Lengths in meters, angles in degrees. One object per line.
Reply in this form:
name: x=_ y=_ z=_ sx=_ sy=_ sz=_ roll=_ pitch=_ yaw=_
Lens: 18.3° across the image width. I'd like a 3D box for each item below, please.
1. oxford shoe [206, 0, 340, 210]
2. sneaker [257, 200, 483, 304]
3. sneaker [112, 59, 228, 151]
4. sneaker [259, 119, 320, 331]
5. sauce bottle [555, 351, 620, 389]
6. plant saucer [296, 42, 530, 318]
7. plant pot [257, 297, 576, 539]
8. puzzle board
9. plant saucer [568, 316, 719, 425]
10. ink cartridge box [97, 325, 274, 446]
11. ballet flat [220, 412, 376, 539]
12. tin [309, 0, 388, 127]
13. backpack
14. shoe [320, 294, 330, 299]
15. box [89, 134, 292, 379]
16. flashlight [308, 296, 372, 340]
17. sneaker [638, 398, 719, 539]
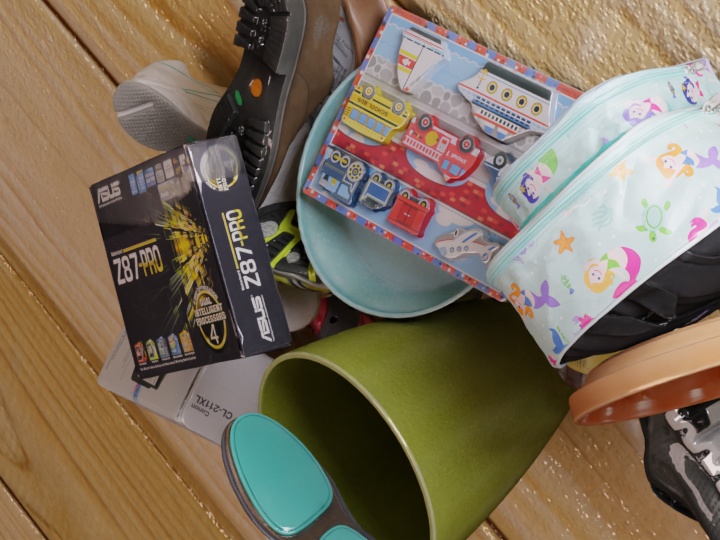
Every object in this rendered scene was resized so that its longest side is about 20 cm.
oxford shoe: x=-0.057 y=-0.122 z=1.647 sx=0.073 sy=0.084 sz=0.201 roll=45 pitch=128 yaw=32
sneaker: x=0.000 y=0.000 z=1.677 sx=0.199 sy=0.076 sz=0.077 roll=9 pitch=144 yaw=11
sneaker: x=-0.102 y=-0.106 z=1.821 sx=0.200 sy=0.080 sz=0.070 roll=38 pitch=130 yaw=0
sneaker: x=-0.072 y=-0.057 z=1.748 sx=0.089 sy=0.075 sz=0.201 roll=-108 pitch=14 yaw=-75
sauce bottle: x=0.168 y=-0.008 z=1.515 sx=0.065 sy=0.065 sz=0.201 roll=36 pitch=141 yaw=34
plant saucer: x=0.044 y=-0.062 z=1.598 sx=0.199 sy=0.036 sz=0.201 roll=-9 pitch=74 yaw=33
plant pot: x=0.061 y=0.101 z=1.621 sx=0.187 sy=0.199 sz=0.188 roll=35 pitch=140 yaw=36
puzzle board: x=0.059 y=-0.085 z=1.561 sx=0.200 sy=0.017 sz=0.151 roll=29 pitch=97 yaw=35
plant saucer: x=0.223 y=0.053 z=1.368 sx=0.200 sy=0.199 sz=0.033 roll=-34 pitch=68 yaw=58
ink cartridge box: x=-0.114 y=0.104 z=1.880 sx=0.145 sy=0.083 sz=0.200 roll=30 pitch=173 yaw=-25
ballet flat: x=-0.033 y=0.189 z=1.571 sx=0.200 sy=0.073 sz=0.073 roll=46 pitch=145 yaw=19
tin: x=-0.035 y=-0.159 z=1.711 sx=0.112 sy=0.042 sz=0.200 roll=47 pitch=145 yaw=15
backpack: x=0.168 y=-0.031 z=1.345 sx=0.151 sy=0.200 sz=0.178 roll=52 pitch=125 yaw=8
shoe: x=0.000 y=-0.049 z=1.741 sx=0.200 sy=0.053 sz=0.070 roll=-60 pitch=43 yaw=49
box: x=-0.131 y=-0.007 z=1.692 sx=0.200 sy=0.049 sz=0.162 roll=-13 pitch=90 yaw=61
flashlight: x=-0.046 y=0.029 z=1.833 sx=0.200 sy=0.068 sz=0.068 roll=44 pitch=178 yaw=18
sneaker: x=0.245 y=0.149 z=1.532 sx=0.201 sy=0.066 sz=0.090 roll=64 pitch=151 yaw=3
